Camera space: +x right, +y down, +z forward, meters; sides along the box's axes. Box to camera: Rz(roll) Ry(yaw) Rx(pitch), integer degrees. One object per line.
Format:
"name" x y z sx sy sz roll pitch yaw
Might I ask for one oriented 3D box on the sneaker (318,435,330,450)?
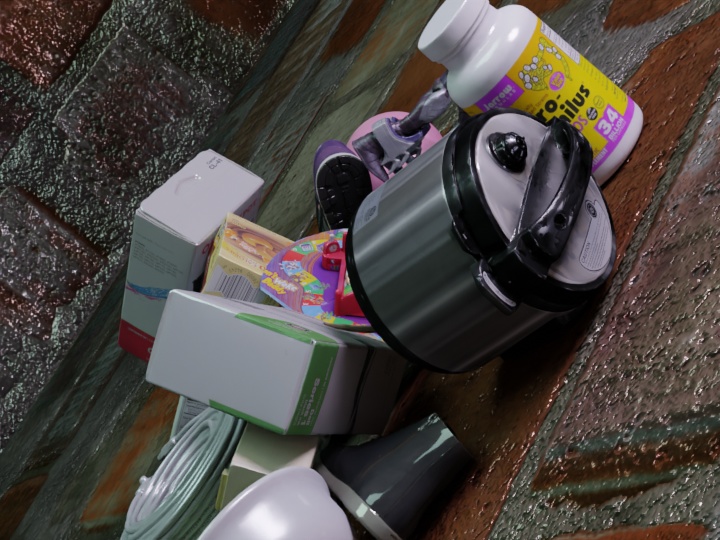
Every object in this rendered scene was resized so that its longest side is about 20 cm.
"sneaker" -0.030 0.138 1.501 0.116 0.073 0.200 -61 7 -23

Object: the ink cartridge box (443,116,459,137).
"ink cartridge box" 0.132 -0.109 1.522 0.201 0.084 0.146 -53 14 3

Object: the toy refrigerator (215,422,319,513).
"toy refrigerator" -0.093 0.231 1.303 0.076 0.069 0.202 -70 -4 -62

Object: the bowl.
"bowl" -0.060 0.260 1.190 0.201 0.090 0.203 -38 -35 -33

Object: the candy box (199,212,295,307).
"candy box" -0.061 0.022 1.581 0.056 0.198 0.116 -60 11 22

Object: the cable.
"cable" -0.149 0.205 1.442 0.200 0.069 0.201 -44 14 32

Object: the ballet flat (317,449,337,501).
"ballet flat" -0.092 0.227 1.466 0.075 0.068 0.199 -34 -1 -45

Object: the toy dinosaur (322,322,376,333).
"toy dinosaur" 0.069 0.039 1.375 0.106 0.061 0.199 -26 -8 32

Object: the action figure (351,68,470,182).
"action figure" 0.083 -0.175 1.538 0.200 0.069 0.130 -44 8 21

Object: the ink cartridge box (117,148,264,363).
"ink cartridge box" -0.190 -0.008 1.713 0.148 0.085 0.201 -49 -18 -46

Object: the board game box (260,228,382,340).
"board game box" 0.000 0.000 1.485 0.157 0.039 0.199 -25 42 -33

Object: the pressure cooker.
"pressure cooker" 0.105 -0.028 1.229 0.199 0.177 0.178 -37 63 39

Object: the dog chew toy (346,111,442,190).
"dog chew toy" 0.050 -0.098 1.697 0.125 0.124 0.200 -50 24 10

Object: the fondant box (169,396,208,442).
"fondant box" -0.160 0.135 1.611 0.145 0.058 0.201 -84 11 -53

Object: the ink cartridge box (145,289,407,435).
"ink cartridge box" -0.066 0.082 1.325 0.200 0.145 0.085 15 -87 -64

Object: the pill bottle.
"pill bottle" 0.148 -0.162 1.370 0.104 0.199 0.104 -48 15 18

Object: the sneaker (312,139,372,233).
"sneaker" -0.012 -0.044 1.669 0.088 0.075 0.202 -117 20 -64

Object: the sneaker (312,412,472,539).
"sneaker" 0.029 0.163 1.281 0.106 0.075 0.200 -44 16 -6
